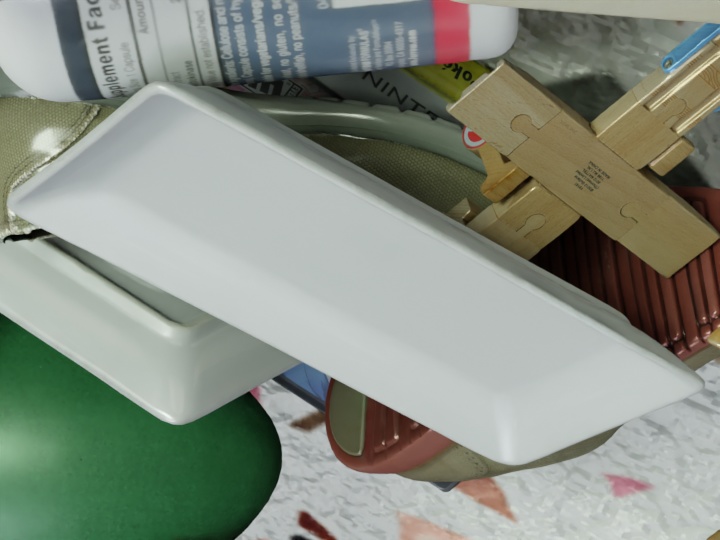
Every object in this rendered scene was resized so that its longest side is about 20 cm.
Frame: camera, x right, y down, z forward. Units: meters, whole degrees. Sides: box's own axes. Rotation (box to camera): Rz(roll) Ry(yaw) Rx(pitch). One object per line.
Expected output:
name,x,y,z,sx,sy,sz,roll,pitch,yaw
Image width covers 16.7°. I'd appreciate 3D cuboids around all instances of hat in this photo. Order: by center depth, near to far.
hat,-0.049,0.071,0.879,0.175,0.167,0.200,3,178,34

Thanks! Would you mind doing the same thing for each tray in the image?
tray,0.000,0.000,0.752,0.199,0.022,0.107,28,148,-22
tray,-0.109,-0.019,0.873,0.199,0.107,0.022,31,120,20

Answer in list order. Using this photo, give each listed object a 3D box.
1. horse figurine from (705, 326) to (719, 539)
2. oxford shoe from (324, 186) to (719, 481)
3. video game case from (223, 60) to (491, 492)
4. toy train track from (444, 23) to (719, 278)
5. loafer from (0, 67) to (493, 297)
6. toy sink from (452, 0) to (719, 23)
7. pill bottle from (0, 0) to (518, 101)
horse figurine,0.165,0.026,0.810,0.050,0.133,0.201,32,155,28
oxford shoe,0.078,0.025,0.861,0.075,0.071,0.199,19,150,-40
video game case,0.007,-0.011,0.917,0.180,0.026,0.200,33,141,-8
toy train track,0.098,-0.064,0.750,0.200,0.033,0.115,-39,132,20
loafer,-0.033,-0.021,0.815,0.199,0.070,0.075,10,173,0
toy sink,0.118,-0.141,0.614,0.199,0.113,0.130,0,158,-34
pill bottle,-0.058,-0.112,0.713,0.198,0.120,0.120,-5,137,1
